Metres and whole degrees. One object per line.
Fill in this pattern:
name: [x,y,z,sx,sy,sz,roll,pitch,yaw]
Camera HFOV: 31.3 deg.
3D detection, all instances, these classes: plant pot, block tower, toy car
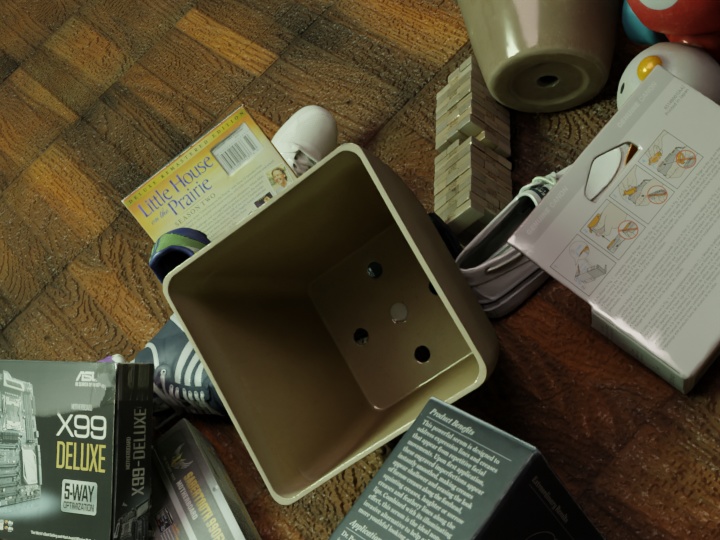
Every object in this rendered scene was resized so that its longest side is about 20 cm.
plant pot: [0.170,-0.253,1.215,0.198,0.200,0.177,-13,62,27]
block tower: [0.106,-0.107,1.205,0.054,0.057,0.201,-39,32,39]
toy car: [0.266,-0.177,1.084,0.183,0.177,0.202,17,77,42]
plant pot: [0.001,0.038,1.027,0.199,0.177,0.201,-34,79,21]

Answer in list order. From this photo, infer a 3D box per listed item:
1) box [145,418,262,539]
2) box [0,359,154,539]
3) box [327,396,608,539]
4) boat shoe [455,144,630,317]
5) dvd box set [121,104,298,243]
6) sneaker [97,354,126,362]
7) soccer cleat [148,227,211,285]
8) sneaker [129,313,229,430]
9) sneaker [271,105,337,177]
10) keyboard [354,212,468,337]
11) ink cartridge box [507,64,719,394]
box: [-0.169,0.246,1.109,0.158,0.048,0.200,-40,41,0]
box: [-0.269,0.158,1.129,0.198,0.050,0.160,-1,86,35]
box: [0.059,0.218,0.883,0.107,0.149,0.201,23,69,46]
boat shoe: [0.164,-0.046,1.107,0.200,0.067,0.073,-47,41,-9]
dvd box set: [-0.106,-0.032,1.208,0.146,0.201,0.029,-38,10,2]
sneaker: [-0.276,0.134,1.208,0.200,0.088,0.081,-28,68,53]
soccer cleat: [-0.113,0.045,1.152,0.065,0.200,0.084,-45,1,21]
sneaker: [-0.157,0.114,1.204,0.108,0.070,0.200,-43,35,-8]
sneaker: [-0.065,-0.078,1.285,0.201,0.073,0.115,-61,22,-10]
keyboard: [0.000,0.000,1.172,0.199,0.105,0.040,-24,14,22]
ink cartridge box: [0.243,-0.036,1.000,0.176,0.045,0.200,38,79,22]
